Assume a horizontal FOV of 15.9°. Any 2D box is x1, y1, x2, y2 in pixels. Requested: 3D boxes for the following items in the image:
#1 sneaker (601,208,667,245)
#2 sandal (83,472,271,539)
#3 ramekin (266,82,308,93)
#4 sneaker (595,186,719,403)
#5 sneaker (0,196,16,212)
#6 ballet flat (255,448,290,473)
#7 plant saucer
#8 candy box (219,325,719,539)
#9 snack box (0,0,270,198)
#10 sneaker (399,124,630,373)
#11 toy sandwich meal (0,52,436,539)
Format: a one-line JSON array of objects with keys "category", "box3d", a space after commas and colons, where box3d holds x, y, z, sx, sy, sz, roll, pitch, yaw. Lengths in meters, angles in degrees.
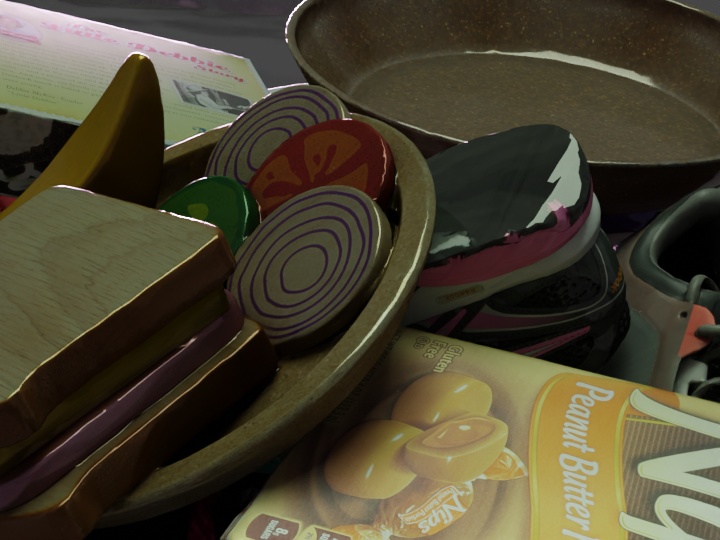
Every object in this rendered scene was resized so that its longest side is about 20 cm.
[{"category": "sneaker", "box3d": [0.064, -0.042, 1.052, 0.200, 0.100, 0.070, 15, -30, -29]}, {"category": "sandal", "box3d": [-0.028, 0.091, 0.816, 0.200, 0.045, 0.075, -8, 57, -53]}, {"category": "ramekin", "box3d": [-0.007, -0.015, 1.154, 0.199, 0.105, 0.200, -6, -11, -1]}, {"category": "sneaker", "box3d": [0.107, 0.047, 0.843, 0.077, 0.082, 0.200, 20, 41, -21]}, {"category": "sneaker", "box3d": [-0.132, -0.052, 1.084, 0.077, 0.085, 0.200, -26, 15, -13]}, {"category": "ballet flat", "box3d": [-0.038, 0.081, 0.914, 0.070, 0.068, 0.200, -8, -1, 41]}, {"category": "plant saucer", "box3d": [0.069, -0.066, 0.981, 0.200, 0.037, 0.201, 5, 26, -2]}, {"category": "candy box", "box3d": [0.074, 0.087, 0.742, 0.199, 0.055, 0.116, 13, 38, 21]}, {"category": "snack box", "box3d": [-0.123, -0.064, 0.963, 0.199, 0.037, 0.116, 12, 23, -22]}, {"category": "sneaker", "box3d": [-0.002, 0.026, 0.855, 0.199, 0.086, 0.080, -13, 36, 28]}, {"category": "toy sandwich meal", "box3d": [-0.073, 0.002, 0.796, 0.205, 0.070, 0.205, -22, 33, 15]}]
